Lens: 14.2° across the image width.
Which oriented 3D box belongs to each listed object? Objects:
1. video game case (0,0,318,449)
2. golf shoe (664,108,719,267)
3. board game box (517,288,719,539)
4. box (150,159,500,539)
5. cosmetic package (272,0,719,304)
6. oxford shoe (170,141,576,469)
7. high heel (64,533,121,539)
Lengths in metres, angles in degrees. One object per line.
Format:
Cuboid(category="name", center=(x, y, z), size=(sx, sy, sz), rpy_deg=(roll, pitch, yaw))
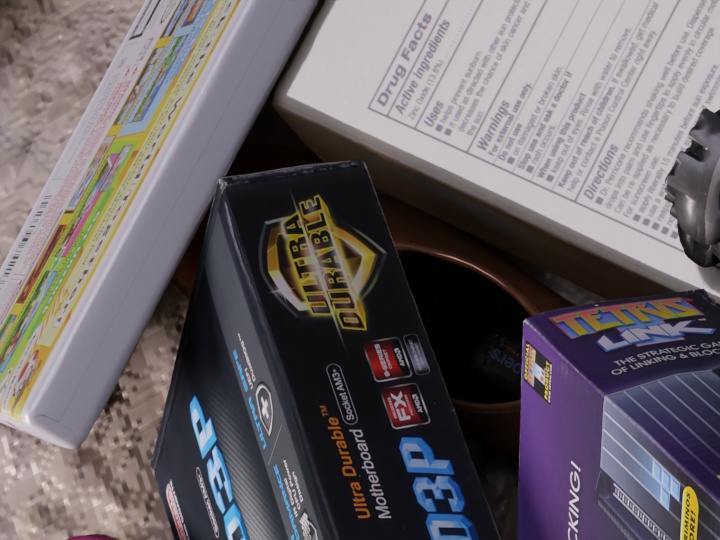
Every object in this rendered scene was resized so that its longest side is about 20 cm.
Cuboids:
Cuboid(category="video game case", center=(-0.064, -0.042, 0.899), size=(0.201, 0.023, 0.182), rpy_deg=(-62, 14, -7))
Cuboid(category="golf shoe", center=(0.162, -0.074, 0.750), size=(0.094, 0.078, 0.201), rpy_deg=(30, 94, 13))
Cuboid(category="board game box", center=(0.093, 0.128, 0.692), size=(0.165, 0.056, 0.201), rpy_deg=(-138, 43, -59))
Cuboid(category="box", center=(-0.004, 0.095, 0.803), size=(0.046, 0.159, 0.201), rpy_deg=(-9, 60, -18))
Cuboid(category="cosmetic package", center=(0.088, -0.043, 0.831), size=(0.199, 0.071, 0.105), rpy_deg=(27, 83, 19))
Cuboid(category="oxford shoe", center=(0.000, 0.000, 0.889), size=(0.200, 0.071, 0.072), rpy_deg=(24, 85, 35))
Cuboid(category="high heel", center=(-0.086, 0.143, 0.834), size=(0.096, 0.068, 0.200), rpy_deg=(-17, 34, -17))
